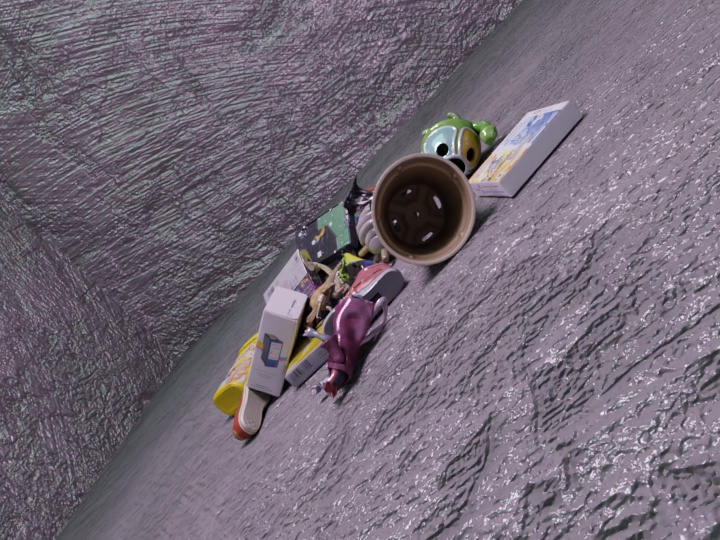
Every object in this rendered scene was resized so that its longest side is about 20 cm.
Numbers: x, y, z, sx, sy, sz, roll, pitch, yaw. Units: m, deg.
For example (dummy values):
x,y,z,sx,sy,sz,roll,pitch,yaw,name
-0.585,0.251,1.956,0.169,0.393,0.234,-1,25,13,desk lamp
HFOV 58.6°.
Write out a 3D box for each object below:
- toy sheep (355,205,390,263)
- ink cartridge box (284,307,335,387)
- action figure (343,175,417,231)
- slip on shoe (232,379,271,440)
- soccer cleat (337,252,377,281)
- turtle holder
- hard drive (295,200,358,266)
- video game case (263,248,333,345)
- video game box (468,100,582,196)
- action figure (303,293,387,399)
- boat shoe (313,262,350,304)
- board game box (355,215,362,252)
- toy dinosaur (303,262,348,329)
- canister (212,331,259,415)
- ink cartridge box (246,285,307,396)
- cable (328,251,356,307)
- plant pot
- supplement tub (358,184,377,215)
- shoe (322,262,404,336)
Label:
x,y,z,sx,sy,sz,roll,pitch,yaw,name
0.051,-0.096,1.554,0.137,0.136,0.204,-39,43,31,toy sheep
-0.080,0.143,1.452,0.197,0.047,0.201,-45,14,16,ink cartridge box
0.063,-0.145,1.450,0.104,0.195,0.120,103,-170,-46,action figure
-0.253,0.312,1.478,0.061,0.074,0.201,-45,17,22,slip on shoe
0.000,0.001,1.534,0.200,0.081,0.067,-156,77,-71,soccer cleat
0.232,-0.279,1.516,0.179,0.144,0.134,-4,41,9,turtle holder
-0.094,-0.083,1.721,0.198,0.037,0.143,-31,54,32,hard drive
-0.157,0.080,1.587,0.035,0.184,0.200,-3,-34,-42,video game case
0.310,-0.230,1.240,0.201,0.047,0.182,-49,9,-2,video game box
-0.026,0.154,1.181,0.144,0.136,0.203,0,43,10,action figure
-0.096,0.026,1.582,0.199,0.063,0.074,36,89,40,boat shoe
-0.057,-0.070,1.846,0.200,0.056,0.195,-43,-9,22,board game box
-0.077,0.048,1.457,0.100,0.058,0.204,-5,52,51,toy dinosaur
-0.304,0.276,1.730,0.148,0.086,0.202,-38,17,38,canister
-0.192,0.161,1.494,0.146,0.085,0.205,-77,5,-68,ink cartridge box
-0.072,0.036,1.704,0.199,0.069,0.202,-36,16,42,cable
0.117,-0.116,1.274,0.201,0.200,0.183,-46,1,2,plant pot
0.055,-0.166,1.755,0.123,0.122,0.200,-45,12,9,supplement tub
-0.001,0.062,1.326,0.199,0.072,0.091,-40,19,-4,shoe
